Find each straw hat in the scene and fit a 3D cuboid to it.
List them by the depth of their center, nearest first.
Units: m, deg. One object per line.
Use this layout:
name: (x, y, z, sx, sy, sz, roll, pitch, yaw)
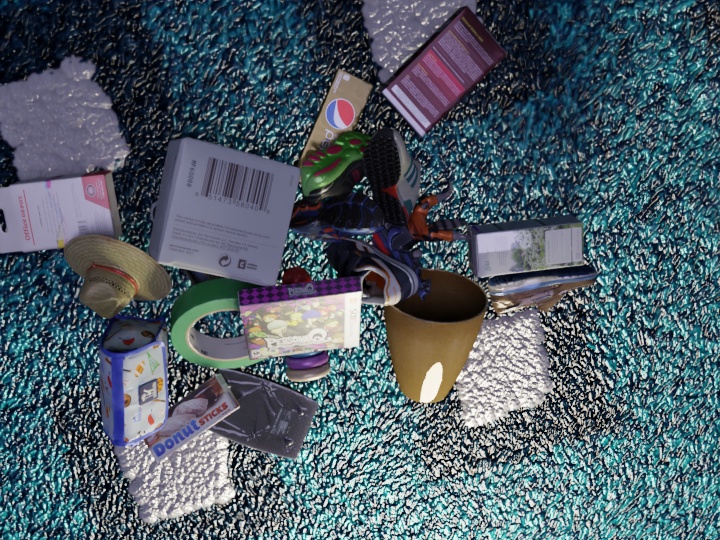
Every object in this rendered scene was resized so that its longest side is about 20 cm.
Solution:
straw hat: (-0.423, 0.032, 1.355, 0.198, 0.086, 0.202, 12, 146, 8)

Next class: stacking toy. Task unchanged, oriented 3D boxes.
stacking toy: (-0.107, 0.093, 1.464, 0.084, 0.085, 0.203, -8, 98, -3)

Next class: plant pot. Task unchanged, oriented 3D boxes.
plant pot: (0.125, 0.128, 1.449, 0.183, 0.187, 0.203, 1, 119, -5)

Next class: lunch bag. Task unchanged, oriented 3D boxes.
lunch bag: (-0.391, 0.186, 1.394, 0.122, 0.200, 0.173, 1, 103, -5)

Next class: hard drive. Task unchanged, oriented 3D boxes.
hard drive: (-0.190, 0.262, 1.511, 0.198, 0.042, 0.136, 21, 101, -9)

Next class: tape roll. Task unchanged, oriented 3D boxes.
tape roll: (-0.230, 0.095, 1.409, 0.197, 0.049, 0.202, -6, 139, -5)

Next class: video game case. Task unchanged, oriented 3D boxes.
video game case: (-0.097, 0.082, 1.347, 0.197, 0.036, 0.182, -6, 146, -7)

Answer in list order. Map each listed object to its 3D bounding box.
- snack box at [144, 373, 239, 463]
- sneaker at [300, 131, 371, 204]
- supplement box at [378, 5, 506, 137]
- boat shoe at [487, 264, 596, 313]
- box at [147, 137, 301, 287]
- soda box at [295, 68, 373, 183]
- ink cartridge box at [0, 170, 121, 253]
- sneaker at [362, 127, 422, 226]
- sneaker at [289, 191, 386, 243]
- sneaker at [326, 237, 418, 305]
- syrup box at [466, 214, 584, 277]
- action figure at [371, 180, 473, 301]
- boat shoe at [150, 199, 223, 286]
snack box: (-0.315, 0.271, 1.481, 0.199, 0.024, 0.072, -35, 84, 17)
sneaker: (-0.029, -0.168, 1.332, 0.077, 0.199, 0.084, 44, 138, 22)
supplement box: (0.138, -0.337, 1.378, 0.200, 0.061, 0.109, -43, 104, 7)
boat shoe: (0.335, 0.035, 1.489, 0.197, 0.072, 0.073, -8, 110, 8)
box: (-0.227, -0.096, 1.319, 0.196, 0.171, 0.203, 12, 93, -22)
soda box: (-0.049, -0.238, 1.386, 0.067, 0.064, 0.202, 23, 102, -10)
ink cartridge box: (-0.520, -0.100, 1.380, 0.197, 0.068, 0.118, -6, 104, -5)
sneaker: (0.059, -0.169, 1.326, 0.069, 0.094, 0.201, 14, 144, 23)
sneaker: (-0.034, -0.085, 1.386, 0.078, 0.198, 0.076, 39, 64, -46)
sneaker: (0.000, 0.000, 1.386, 0.079, 0.199, 0.079, -26, 126, -40)
syrup box: (0.294, -0.045, 1.454, 0.197, 0.082, 0.080, -7, 105, -3)
action figure: (0.103, -0.043, 1.427, 0.191, 0.105, 0.202, -23, 74, 7)
boat shoe: (-0.299, -0.037, 1.419, 0.068, 0.057, 0.201, -32, 104, 3)
